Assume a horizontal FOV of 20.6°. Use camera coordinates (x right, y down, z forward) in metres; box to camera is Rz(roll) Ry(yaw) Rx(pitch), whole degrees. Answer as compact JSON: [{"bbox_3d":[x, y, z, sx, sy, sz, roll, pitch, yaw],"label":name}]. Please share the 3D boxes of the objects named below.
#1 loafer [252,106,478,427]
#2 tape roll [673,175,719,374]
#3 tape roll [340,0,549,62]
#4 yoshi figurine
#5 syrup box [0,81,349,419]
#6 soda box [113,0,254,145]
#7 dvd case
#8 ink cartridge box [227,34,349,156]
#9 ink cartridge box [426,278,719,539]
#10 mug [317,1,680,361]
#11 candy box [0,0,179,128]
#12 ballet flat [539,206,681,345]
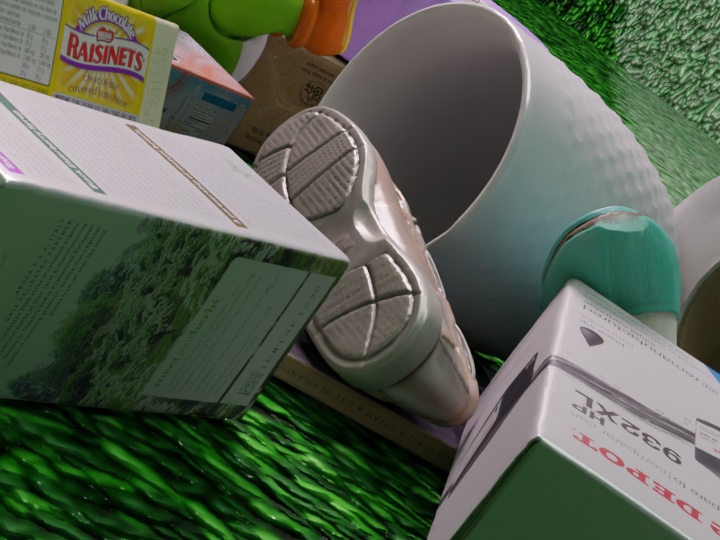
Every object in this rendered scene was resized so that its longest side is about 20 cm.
[{"bbox_3d":[0.000,0.000,0.881,0.063,0.072,0.200,46,11,-34],"label":"loafer"},{"bbox_3d":[0.222,0.045,1.012,0.071,0.203,0.202,24,17,-41],"label":"tape roll"},{"bbox_3d":[0.018,-0.166,1.232,0.200,0.066,0.200,33,13,-9],"label":"tape roll"},{"bbox_3d":[-0.106,-0.166,1.031,0.200,0.112,0.112,2,54,-16],"label":"yoshi figurine"},{"bbox_3d":[-0.099,-0.007,0.675,0.081,0.079,0.200,43,15,29],"label":"syrup box"},{"bbox_3d":[-0.144,-0.098,0.921,0.200,0.064,0.068,19,20,-51],"label":"soda box"},{"bbox_3d":[0.003,0.040,0.899,0.200,0.016,0.149,30,13,-19],"label":"dvd case"},{"bbox_3d":[-0.043,-0.121,1.226,0.200,0.075,0.165,22,17,-42],"label":"ink cartridge box"},{"bbox_3d":[0.111,0.099,0.771,0.145,0.084,0.200,35,19,-1],"label":"ink cartridge box"},{"bbox_3d":[0.059,-0.028,1.023,0.200,0.148,0.175,-2,-26,45],"label":"mug"},{"bbox_3d":[-0.141,-0.063,0.728,0.026,0.102,0.200,8,-3,31],"label":"candy box"},{"bbox_3d":[0.120,0.043,0.920,0.200,0.067,0.071,85,-11,-64],"label":"ballet flat"}]
